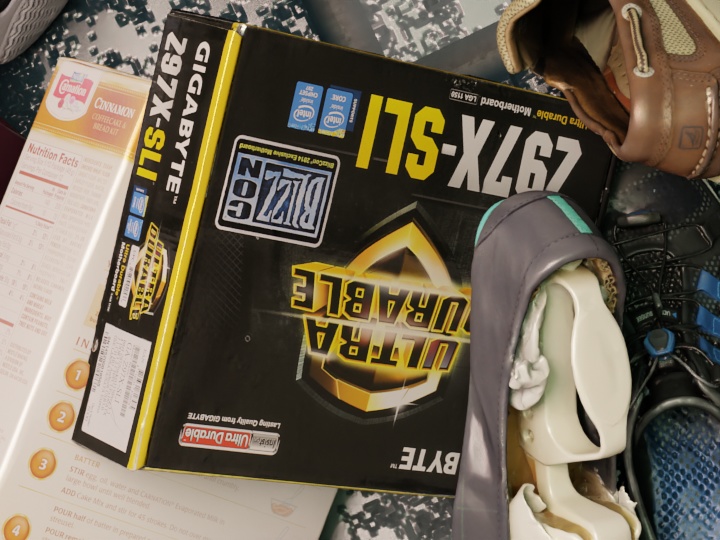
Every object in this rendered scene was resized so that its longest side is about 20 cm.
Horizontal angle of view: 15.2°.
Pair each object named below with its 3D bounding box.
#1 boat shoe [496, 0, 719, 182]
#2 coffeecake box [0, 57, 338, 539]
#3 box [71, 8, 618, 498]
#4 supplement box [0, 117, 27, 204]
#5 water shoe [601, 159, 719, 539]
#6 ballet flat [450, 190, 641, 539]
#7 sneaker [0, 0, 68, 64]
[{"bbox_3d":[0.086,-0.100,1.014,0.074,0.202,0.075,-4,119,-21],"label":"boat shoe"},{"bbox_3d":[-0.076,0.042,1.030,0.073,0.153,0.201,18,86,51],"label":"coffeecake box"},{"bbox_3d":[0.000,0.000,1.002,0.049,0.199,0.161,16,95,49],"label":"box"},{"bbox_3d":[-0.247,-0.049,1.089,0.199,0.086,0.111,26,88,7],"label":"supplement box"},{"bbox_3d":[0.127,0.038,1.051,0.071,0.079,0.201,-15,84,3],"label":"water shoe"},{"bbox_3d":[0.072,0.071,1.005,0.073,0.073,0.201,2,107,5],"label":"ballet flat"},{"bbox_3d":[-0.189,-0.135,1.039,0.114,0.200,0.076,41,105,11],"label":"sneaker"}]
